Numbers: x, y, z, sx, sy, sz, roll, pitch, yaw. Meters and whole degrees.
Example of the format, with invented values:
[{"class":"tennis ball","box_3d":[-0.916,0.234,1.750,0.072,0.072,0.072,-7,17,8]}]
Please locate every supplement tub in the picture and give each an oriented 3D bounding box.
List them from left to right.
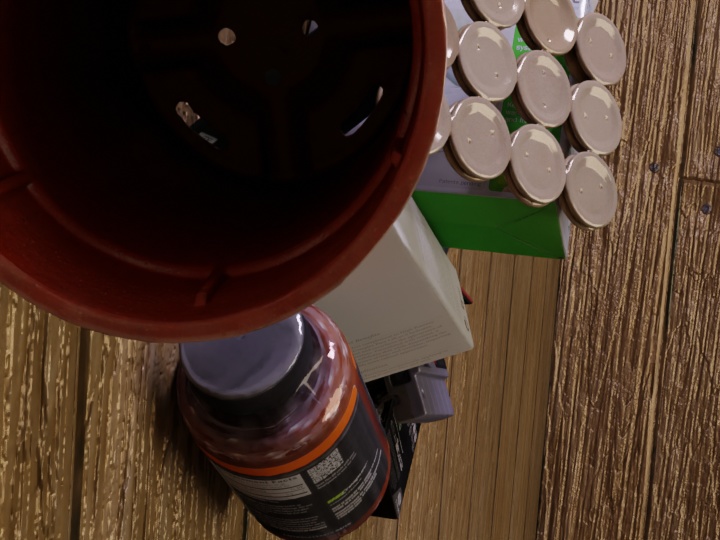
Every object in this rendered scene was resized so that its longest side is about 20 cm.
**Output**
[{"class":"supplement tub","box_3d":[-0.046,0.084,0.733,0.201,0.105,0.108,71,29,-58]}]

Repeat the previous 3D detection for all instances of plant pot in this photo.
[{"class":"plant pot","box_3d":[-0.057,-0.094,0.501,0.195,0.197,0.204,-58,151,-76]}]

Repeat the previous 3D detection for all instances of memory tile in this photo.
[{"class":"memory tile","box_3d":[0.092,-0.119,0.756,0.198,0.017,0.156,19,69,-35]}]

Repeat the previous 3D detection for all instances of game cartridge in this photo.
[{"class":"game cartridge","box_3d":[0.029,0.023,0.993,0.129,0.038,0.203,16,57,-71]}]

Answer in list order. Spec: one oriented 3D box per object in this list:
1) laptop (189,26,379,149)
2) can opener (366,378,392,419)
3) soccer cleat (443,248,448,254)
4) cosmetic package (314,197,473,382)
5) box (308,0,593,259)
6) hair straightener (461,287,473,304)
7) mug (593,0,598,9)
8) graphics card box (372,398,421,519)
[{"class":"laptop","box_3d":[-0.031,-0.158,0.728,0.177,0.102,0.203,11,82,-75]},{"class":"can opener","box_3d":[-0.019,0.087,0.956,0.063,0.079,0.200,-47,167,13]},{"class":"soccer cleat","box_3d":[0.049,-0.067,1.134,0.202,0.067,0.082,-78,156,-45]},{"class":"cosmetic package","box_3d":[0.000,0.000,0.811,0.200,0.100,0.075,56,20,-57]},{"class":"box","box_3d":[0.059,-0.114,0.875,0.097,0.197,0.179,61,39,-64]},{"class":"hair straightener","box_3d":[0.087,0.039,1.338,0.200,0.040,0.078,55,43,-68]},{"class":"mug","box_3d":[0.189,-0.328,1.405,0.153,0.147,0.190,15,75,-67]},{"class":"graphics card box","box_3d":[0.027,0.109,1.125,0.126,0.050,0.202,77,23,-51]}]
